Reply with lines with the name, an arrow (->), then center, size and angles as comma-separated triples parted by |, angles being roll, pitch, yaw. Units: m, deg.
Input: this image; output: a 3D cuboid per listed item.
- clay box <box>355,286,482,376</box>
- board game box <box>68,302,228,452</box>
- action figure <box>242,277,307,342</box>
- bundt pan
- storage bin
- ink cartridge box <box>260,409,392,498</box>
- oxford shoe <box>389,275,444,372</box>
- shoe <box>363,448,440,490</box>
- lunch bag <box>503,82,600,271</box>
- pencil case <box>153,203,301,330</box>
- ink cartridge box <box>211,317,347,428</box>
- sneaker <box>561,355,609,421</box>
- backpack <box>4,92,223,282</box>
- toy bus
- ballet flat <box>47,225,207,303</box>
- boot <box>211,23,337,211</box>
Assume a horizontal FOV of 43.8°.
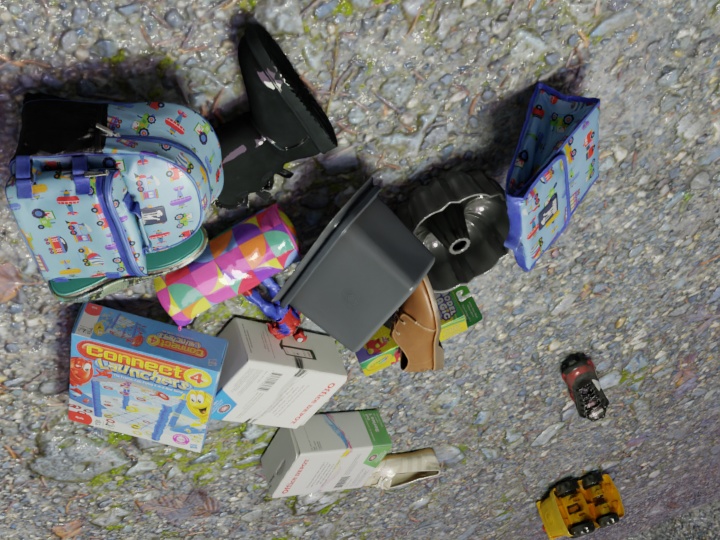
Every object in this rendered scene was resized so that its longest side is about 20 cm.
clay box -> 0.073, 0.064, 1.350 | 0.197, 0.116, 0.048 | -26, 144, 0
board game box -> -0.293, 0.150, 1.221 | 0.196, 0.056, 0.197 | 15, 135, -6
action figure -> -0.118, 0.052, 1.270 | 0.066, 0.051, 0.201 | -57, 150, -17
bundt pan -> 0.125, -0.060, 1.256 | 0.198, 0.076, 0.204 | -16, 143, -13
storage bin -> 0.000, 0.000, 1.165 | 0.200, 0.134, 0.146 | -48, -179, 40
ink cartridge box -> -0.064, 0.333, 1.633 | 0.197, 0.085, 0.146 | 2, 137, -33
oxford shoe -> 0.073, 0.066, 1.238 | 0.070, 0.072, 0.203 | -11, 125, -5
shoe -> 0.075, 0.414, 1.845 | 0.196, 0.054, 0.071 | -9, 142, -21
lunch bag -> 0.231, -0.110, 1.159 | 0.202, 0.093, 0.151 | -58, 152, -23
pencil case -> -0.169, -0.006, 1.145 | 0.198, 0.089, 0.089 | -29, 144, 5
ink cartridge box -> -0.141, 0.161, 1.370 | 0.198, 0.085, 0.146 | 16, 129, -43
sneaker -> 0.463, 0.248, 1.830 | 0.070, 0.099, 0.201 | -26, 143, 6
backpack -> -0.242, -0.083, 0.927 | 0.196, 0.136, 0.184 | -2, 141, -5
toy bus -> 0.565, 0.635, 2.364 | 0.197, 0.138, 0.193 | -9, 155, -24
ballet flat -> -0.282, -0.012, 1.099 | 0.196, 0.075, 0.075 | -17, 144, -8
boot -> -0.130, -0.159, 0.992 | 0.160, 0.074, 0.199 | -25, 143, 11
